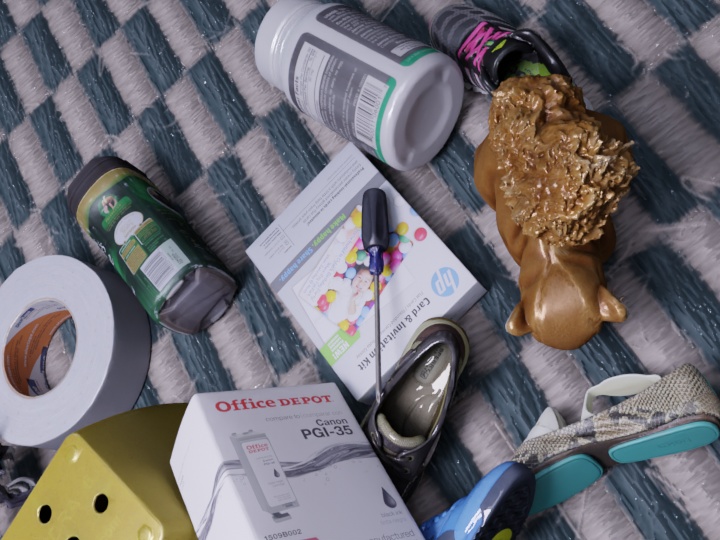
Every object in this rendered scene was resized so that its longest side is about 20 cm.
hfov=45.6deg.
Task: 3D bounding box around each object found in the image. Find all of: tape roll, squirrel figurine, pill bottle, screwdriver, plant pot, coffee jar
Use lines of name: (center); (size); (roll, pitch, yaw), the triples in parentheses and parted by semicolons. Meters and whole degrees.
tape roll: (-0.326, 0.089, 0.929); (0.196, 0.066, 0.205); (-7, 72, 22)
squirrel figurine: (0.150, -0.042, 0.675); (0.138, 0.201, 0.191); (-3, 61, 15)
pill bottle: (-0.006, -0.189, 0.834); (0.199, 0.113, 0.114); (36, 91, 30)
screwdriver: (0.013, 0.020, 0.764); (0.029, 0.027, 0.205); (140, 135, -60)
plant pot: (-0.199, 0.246, 0.765); (0.198, 0.176, 0.202); (34, 91, 27)
coffee jar: (-0.221, -0.030, 0.893); (0.085, 0.104, 0.200); (-46, 62, 2)

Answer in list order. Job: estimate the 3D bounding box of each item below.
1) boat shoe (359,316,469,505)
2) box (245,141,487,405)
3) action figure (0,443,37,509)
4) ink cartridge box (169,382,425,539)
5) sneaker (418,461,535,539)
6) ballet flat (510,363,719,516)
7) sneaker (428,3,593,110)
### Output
boat shoe: (0.032, 0.136, 0.738); (0.072, 0.065, 0.204); (22, 97, 11)
box: (0.000, 0.000, 0.822); (0.156, 0.041, 0.201); (-44, 64, 7)
action figure: (-0.381, 0.248, 0.889); (0.116, 0.101, 0.206); (4, 95, 30)
ink cartridge box: (-0.051, 0.190, 0.680); (0.201, 0.144, 0.084); (55, 132, 41)
sneaker: (0.068, 0.218, 0.685); (0.079, 0.065, 0.203); (47, 124, 40)
ballet flat: (0.189, 0.132, 0.689); (0.197, 0.068, 0.076); (-30, 45, 20)
sneaker: (0.131, -0.195, 0.790); (0.074, 0.087, 0.200); (-45, 63, 6)
